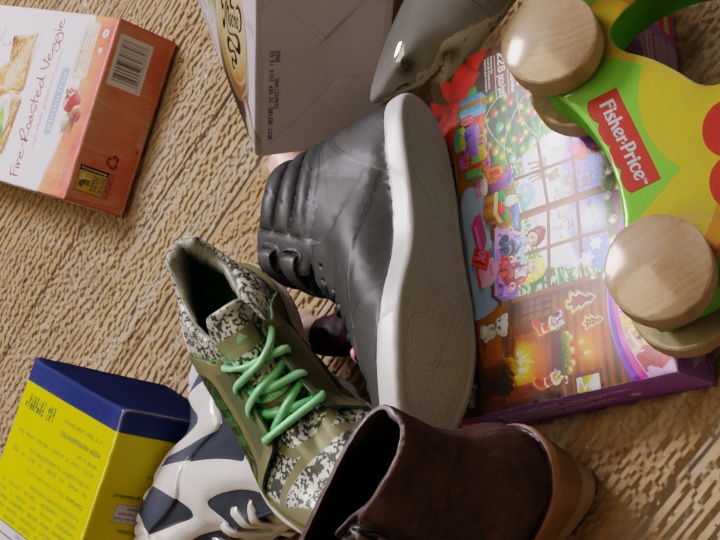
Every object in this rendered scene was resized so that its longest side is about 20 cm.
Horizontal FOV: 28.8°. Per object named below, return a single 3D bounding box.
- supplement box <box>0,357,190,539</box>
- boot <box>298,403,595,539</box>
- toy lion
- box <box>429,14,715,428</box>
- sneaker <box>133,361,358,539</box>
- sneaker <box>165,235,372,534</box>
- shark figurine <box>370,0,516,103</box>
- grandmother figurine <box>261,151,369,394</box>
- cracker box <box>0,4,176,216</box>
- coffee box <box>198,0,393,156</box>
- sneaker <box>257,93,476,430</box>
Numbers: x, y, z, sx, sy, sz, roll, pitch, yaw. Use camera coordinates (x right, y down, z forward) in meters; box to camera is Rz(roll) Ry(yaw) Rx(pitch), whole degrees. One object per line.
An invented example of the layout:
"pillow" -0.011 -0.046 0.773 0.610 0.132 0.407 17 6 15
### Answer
"supplement box" -0.162 0.171 0.859 0.109 0.109 0.201 20 91 46
"boot" 0.015 0.154 0.649 0.072 0.166 0.201 38 104 41
"toy lion" 0.182 -0.065 0.608 0.191 0.069 0.201 -27 62 13
"box" 0.101 -0.028 0.714 0.136 0.039 0.201 -19 65 39
"sneaker" -0.051 0.136 0.783 0.129 0.079 0.200 21 91 46
"sneaker" -0.050 0.055 0.706 0.077 0.089 0.200 -40 52 -2
"shark figurine" 0.057 -0.174 0.705 0.128 0.089 0.215 -43 9 28
"grandmother figurine" 0.000 0.000 0.793 0.121 0.060 0.200 -54 44 30
"cracker box" -0.235 -0.125 1.060 0.199 0.058 0.135 15 87 46
"coffee box" -0.047 -0.175 0.822 0.200 0.079 0.113 -112 19 -44
"sneaker" -0.002 0.013 0.718 0.099 0.071 0.201 -20 58 30
